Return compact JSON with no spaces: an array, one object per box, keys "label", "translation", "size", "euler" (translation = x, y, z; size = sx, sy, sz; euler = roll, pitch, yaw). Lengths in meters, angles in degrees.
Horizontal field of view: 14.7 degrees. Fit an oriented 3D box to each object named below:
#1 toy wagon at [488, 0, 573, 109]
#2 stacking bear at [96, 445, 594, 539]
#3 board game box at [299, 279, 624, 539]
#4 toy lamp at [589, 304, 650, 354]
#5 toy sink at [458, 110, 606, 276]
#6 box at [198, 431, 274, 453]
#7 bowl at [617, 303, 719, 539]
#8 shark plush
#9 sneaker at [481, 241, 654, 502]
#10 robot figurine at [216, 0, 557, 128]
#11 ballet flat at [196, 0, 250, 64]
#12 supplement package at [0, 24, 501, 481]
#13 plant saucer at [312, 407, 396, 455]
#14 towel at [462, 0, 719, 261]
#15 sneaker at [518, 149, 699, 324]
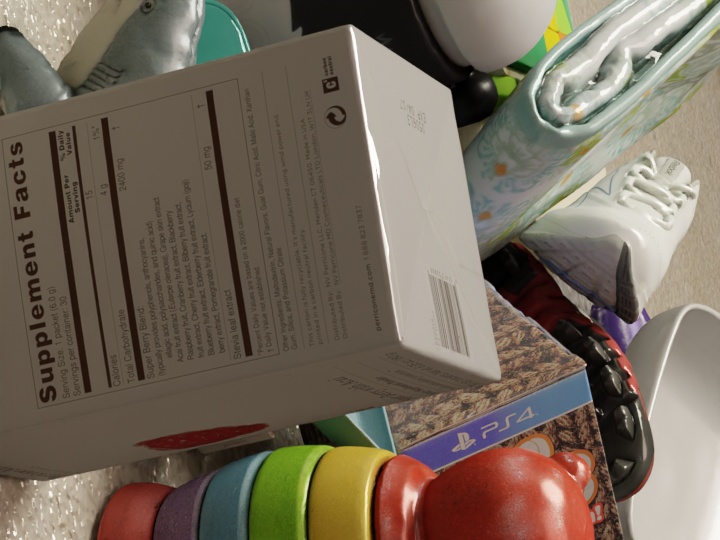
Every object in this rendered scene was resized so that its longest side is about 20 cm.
[{"label":"toy wagon","translation":[0.078,-0.157,1.493],"size":[0.200,0.039,0.156],"euler":[10,69,-67]},{"label":"stacking bear","translation":[0.001,0.124,1.159],"size":[0.122,0.199,0.114],"euler":[-78,150,-51]},{"label":"board game box","translation":[0.049,0.115,1.330],"size":[0.159,0.097,0.201],"euler":[42,-29,58]},{"label":"toy lamp","translation":[0.203,0.117,2.000],"size":[0.058,0.058,0.201],"euler":[-30,109,-71]},{"label":"toy sink","translation":[0.055,-0.062,1.586],"size":[0.200,0.112,0.131],"euler":[37,44,-56]},{"label":"box","translation":[-0.056,-0.001,1.329],"size":[0.200,0.041,0.039],"euler":[-83,153,-44]},{"label":"bowl","translation":[0.230,0.143,1.929],"size":[0.200,0.075,0.200],"euler":[38,59,-36]},{"label":"shark plush","translation":[-0.101,-0.032,1.144],"size":[0.091,0.083,0.201],"euler":[55,29,-50]},{"label":"sneaker","translation":[0.108,0.061,1.431],"size":[0.098,0.071,0.201],"euler":[44,6,-37]},{"label":"robot figurine","translation":[-0.003,-0.139,1.318],"size":[0.150,0.199,0.125],"euler":[39,41,-61]},{"label":"ballet flat","translation":[-0.081,-0.021,1.242],"size":[0.070,0.067,0.201],"euler":[137,-46,-63]},{"label":"supplement package","translation":[-0.066,0.000,1.040],"size":[0.121,0.199,0.120],"euler":[21,57,-68]},{"label":"plant saucer","translation":[-0.023,0.011,1.254],"size":[0.070,0.019,0.200],"euler":[47,18,-33]},{"label":"towel","translation":[0.119,-0.083,1.399],"size":[0.200,0.171,0.048],"euler":[-36,80,-32]},{"label":"sneaker","translation":[0.136,-0.026,1.450],"size":[0.074,0.087,0.200],"euler":[39,6,1]}]
